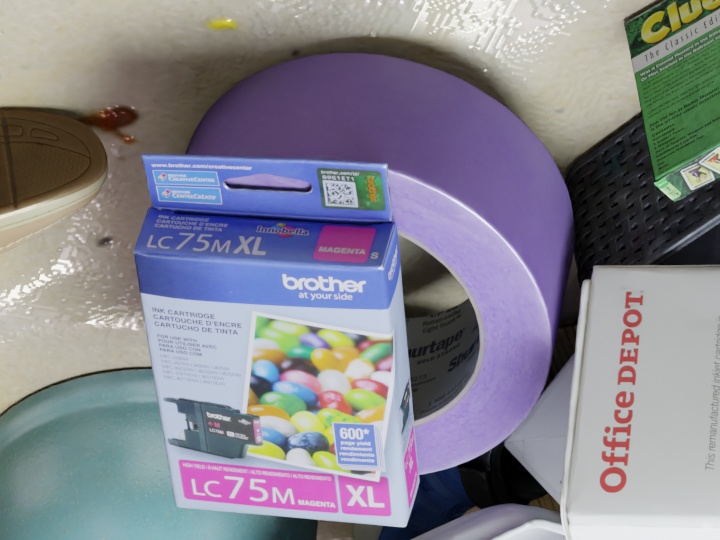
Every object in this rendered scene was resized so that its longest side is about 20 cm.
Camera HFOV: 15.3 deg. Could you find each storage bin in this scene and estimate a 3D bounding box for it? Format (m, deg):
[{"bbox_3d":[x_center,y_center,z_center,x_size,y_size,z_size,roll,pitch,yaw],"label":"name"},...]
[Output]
[{"bbox_3d":[0.212,-0.031,1.308,0.135,0.094,0.200,31,127,-33],"label":"storage bin"}]

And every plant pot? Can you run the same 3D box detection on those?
[{"bbox_3d":[-0.118,0.169,1.475,0.200,0.134,0.201,-2,139,-2],"label":"plant pot"}]

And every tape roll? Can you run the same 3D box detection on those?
[{"bbox_3d":[0.000,0.000,1.294,0.199,0.085,0.200,7,130,9],"label":"tape roll"}]

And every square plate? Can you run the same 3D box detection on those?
[{"bbox_3d":[0.034,0.170,1.429,0.200,0.029,0.198,-27,164,17],"label":"square plate"}]

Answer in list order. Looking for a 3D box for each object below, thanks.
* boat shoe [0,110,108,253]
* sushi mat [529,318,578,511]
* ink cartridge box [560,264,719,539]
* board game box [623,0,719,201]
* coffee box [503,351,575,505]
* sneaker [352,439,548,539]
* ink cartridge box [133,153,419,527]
[{"bbox_3d":[-0.215,-0.020,1.290,0.199,0.071,0.065,-16,141,-4],"label":"boat shoe"},{"bbox_3d":[0.121,0.093,1.500,0.095,0.012,0.200,-11,138,10],"label":"sushi mat"},{"bbox_3d":[0.199,0.077,1.225,0.199,0.147,0.083,0,143,13],"label":"ink cartridge box"},{"bbox_3d":[0.211,-0.118,1.201,0.200,0.105,0.023,-29,136,26],"label":"board game box"},{"bbox_3d":[0.180,0.116,1.403,0.080,0.113,0.200,-51,144,10],"label":"coffee box"},{"bbox_3d":[0.058,0.117,1.454,0.111,0.077,0.200,15,137,20],"label":"sneaker"},{"bbox_3d":[-0.038,0.035,1.252,0.119,0.042,0.200,4,129,11],"label":"ink cartridge box"}]
